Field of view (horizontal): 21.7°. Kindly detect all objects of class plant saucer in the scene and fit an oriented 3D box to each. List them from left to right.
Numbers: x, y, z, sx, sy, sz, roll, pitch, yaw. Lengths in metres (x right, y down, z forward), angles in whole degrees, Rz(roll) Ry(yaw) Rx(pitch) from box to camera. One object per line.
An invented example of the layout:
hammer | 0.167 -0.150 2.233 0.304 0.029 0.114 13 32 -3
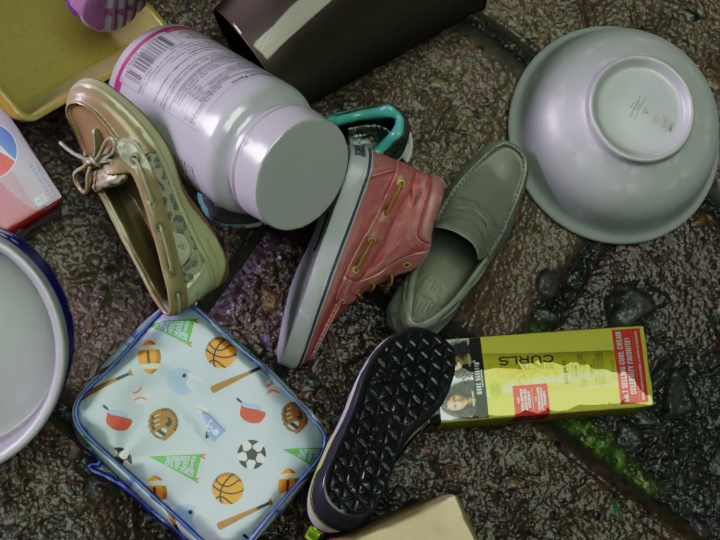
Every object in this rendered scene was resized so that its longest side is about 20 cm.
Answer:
plant saucer | -0.285 -0.221 1.570 0.200 0.048 0.200 49 43 3

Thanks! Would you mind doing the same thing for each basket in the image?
basket | -0.014 -0.234 1.605 0.199 0.181 0.136 -37 46 -6

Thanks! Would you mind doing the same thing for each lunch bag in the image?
lunch bag | -0.138 0.133 1.544 0.200 0.076 0.160 42 78 0

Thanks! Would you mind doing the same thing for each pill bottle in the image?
pill bottle | -0.108 -0.115 1.525 0.113 0.114 0.200 -44 48 -14

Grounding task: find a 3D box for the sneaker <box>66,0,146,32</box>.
sneaker | -0.201 -0.279 1.593 0.088 0.081 0.200 31 47 4

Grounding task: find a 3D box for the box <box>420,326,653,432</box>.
box | 0.146 0.093 1.609 0.198 0.050 0.076 -3 78 -10

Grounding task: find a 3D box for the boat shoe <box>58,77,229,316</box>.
boat shoe | -0.180 -0.060 1.503 0.063 0.073 0.201 -38 98 -33

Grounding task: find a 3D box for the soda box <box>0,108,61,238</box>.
soda box | -0.329 -0.120 1.569 0.070 0.063 0.201 -33 86 -14

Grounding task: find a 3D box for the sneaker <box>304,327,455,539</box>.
sneaker | 0.005 0.132 1.536 0.072 0.083 0.201 36 63 -3

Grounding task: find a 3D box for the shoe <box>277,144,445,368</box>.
shoe | 0.000 0.000 1.567 0.090 0.072 0.201 17 107 -13

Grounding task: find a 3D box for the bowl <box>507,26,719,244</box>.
bowl | 0.234 -0.130 1.648 0.199 0.090 0.203 2 79 -8

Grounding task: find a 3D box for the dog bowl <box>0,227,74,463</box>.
dog bowl | -0.329 0.059 1.494 0.198 0.079 0.202 0 97 -3

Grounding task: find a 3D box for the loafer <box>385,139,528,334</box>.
loafer | 0.089 -0.026 1.612 0.070 0.070 0.201 29 77 -3

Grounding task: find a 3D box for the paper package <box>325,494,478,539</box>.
paper package | 0.018 0.302 1.520 0.199 0.103 0.192 -23 85 -13

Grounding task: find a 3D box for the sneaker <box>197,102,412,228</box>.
sneaker | -0.045 -0.099 1.596 0.199 0.091 0.078 -23 82 -13
